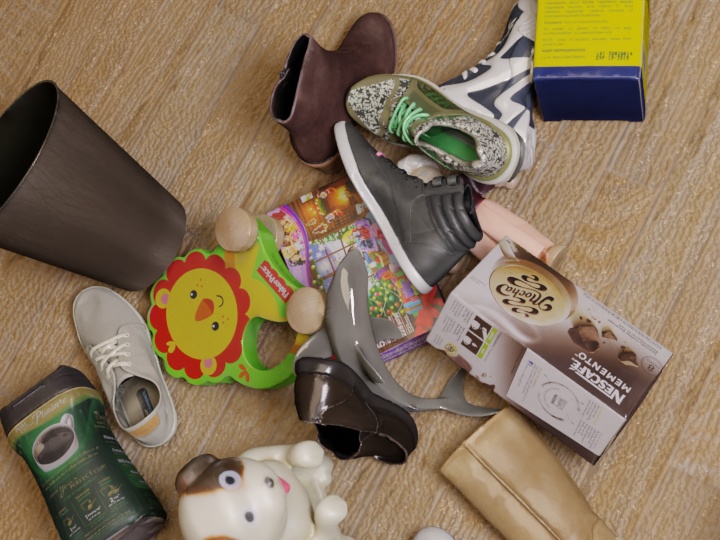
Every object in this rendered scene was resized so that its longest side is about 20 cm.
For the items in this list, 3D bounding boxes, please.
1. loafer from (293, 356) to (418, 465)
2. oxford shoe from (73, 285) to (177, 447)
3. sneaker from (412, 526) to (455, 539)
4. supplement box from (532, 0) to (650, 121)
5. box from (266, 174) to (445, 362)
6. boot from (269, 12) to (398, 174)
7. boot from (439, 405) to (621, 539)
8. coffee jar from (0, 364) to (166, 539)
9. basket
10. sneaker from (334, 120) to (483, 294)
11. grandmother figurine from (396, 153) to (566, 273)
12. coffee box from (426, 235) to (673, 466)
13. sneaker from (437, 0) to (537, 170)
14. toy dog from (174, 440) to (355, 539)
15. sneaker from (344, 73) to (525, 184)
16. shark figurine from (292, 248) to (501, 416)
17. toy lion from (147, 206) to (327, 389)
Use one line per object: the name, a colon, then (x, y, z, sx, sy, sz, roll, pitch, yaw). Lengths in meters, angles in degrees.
loafer: (-0.012, 0.149, 1.338, 0.073, 0.200, 0.072, 1, 64, 34)
oxford shoe: (-0.254, 0.096, 1.490, 0.075, 0.058, 0.201, -32, 65, 6)
sneaker: (0.061, 0.341, 1.324, 0.071, 0.073, 0.201, 3, 72, 16)
supplement box: (0.244, -0.266, 1.456, 0.108, 0.110, 0.201, 2, 74, 14)
box: (0.000, 0.000, 1.467, 0.136, 0.039, 0.201, -26, 68, 5)
boot: (-0.025, -0.210, 1.471, 0.072, 0.166, 0.201, 15, 77, 20)
boot: (0.147, 0.257, 1.337, 0.175, 0.066, 0.200, -37, 68, -13)
coffee jar: (-0.289, 0.201, 1.448, 0.104, 0.085, 0.200, -35, 69, 4)
basket: (-0.292, -0.069, 1.461, 0.181, 0.200, 0.136, -56, 38, -1)
sneaker: (0.054, -0.085, 1.418, 0.099, 0.071, 0.201, -33, 74, 11)
grandmother figurine: (0.117, -0.057, 1.448, 0.200, 0.061, 0.121, 36, 75, 19)
coffee box: (0.180, 0.074, 1.336, 0.200, 0.080, 0.113, 37, 47, 13)
sneaker: (0.124, -0.199, 1.479, 0.129, 0.080, 0.200, 2, 74, 15)
toy dog: (-0.105, 0.231, 1.331, 0.193, 0.200, 0.140, -16, 69, 8)
sneaker: (0.065, -0.147, 1.400, 0.199, 0.089, 0.077, 24, 103, 23)
shark figurine: (0.027, 0.099, 1.354, 0.128, 0.089, 0.215, -46, 111, -5)
toy lion: (-0.129, 0.048, 1.453, 0.200, 0.069, 0.192, 46, 107, 26)
